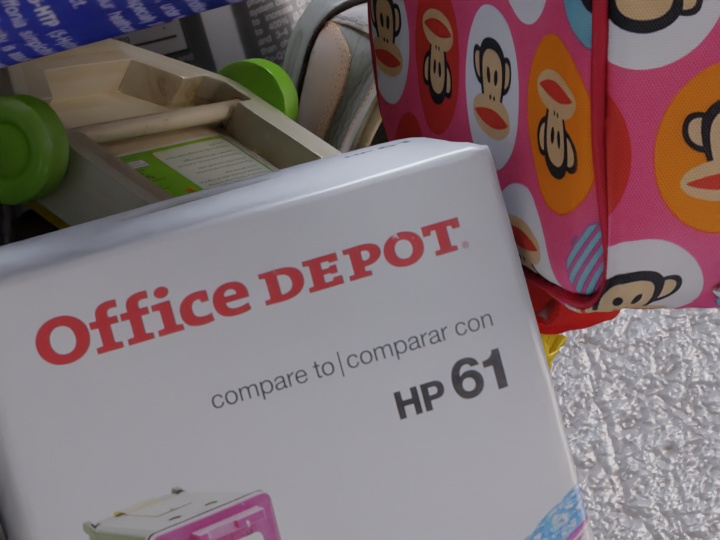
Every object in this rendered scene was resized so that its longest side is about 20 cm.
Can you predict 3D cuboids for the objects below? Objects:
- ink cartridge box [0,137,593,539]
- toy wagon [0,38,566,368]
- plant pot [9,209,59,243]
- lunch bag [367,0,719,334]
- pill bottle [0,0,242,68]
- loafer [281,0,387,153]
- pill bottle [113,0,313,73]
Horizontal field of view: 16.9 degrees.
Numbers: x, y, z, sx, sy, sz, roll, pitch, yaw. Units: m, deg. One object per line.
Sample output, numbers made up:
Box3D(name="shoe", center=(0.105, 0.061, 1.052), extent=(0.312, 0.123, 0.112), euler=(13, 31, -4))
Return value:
Box3D(name="ink cartridge box", center=(-0.017, 0.076, 0.649), extent=(0.085, 0.144, 0.200), euler=(-171, -115, -78))
Box3D(name="toy wagon", center=(-0.028, -0.013, 0.768), extent=(0.200, 0.040, 0.155), euler=(35, 23, 19))
Box3D(name="plant pot", center=(-0.043, 0.065, 0.806), extent=(0.201, 0.092, 0.201), euler=(-15, 90, -85))
Box3D(name="lunch bag", center=(0.058, -0.066, 0.666), extent=(0.200, 0.082, 0.177), euler=(-135, -137, -67))
Box3D(name="pill bottle", center=(-0.055, -0.113, 0.536), extent=(0.120, 0.200, 0.120), euler=(-14, 90, -85))
Box3D(name="loafer", center=(0.000, 0.000, 0.878), extent=(0.063, 0.072, 0.200), euler=(31, -57, 52))
Box3D(name="pill bottle", center=(-0.063, -0.099, 0.931), extent=(0.116, 0.116, 0.200), euler=(-90, 165, -73))
